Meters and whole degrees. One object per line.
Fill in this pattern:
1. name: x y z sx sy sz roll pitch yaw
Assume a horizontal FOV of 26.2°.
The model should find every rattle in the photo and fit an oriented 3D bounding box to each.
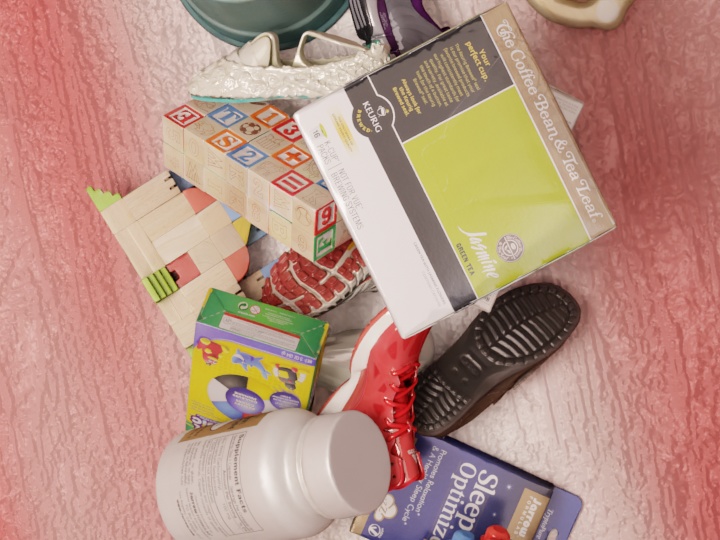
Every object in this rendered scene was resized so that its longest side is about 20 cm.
1. rattle: 0.169 -0.296 1.394 0.199 0.143 0.131 31 115 -3

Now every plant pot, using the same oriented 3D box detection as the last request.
1. plant pot: -0.097 -0.306 1.386 0.198 0.196 0.203 0 94 5

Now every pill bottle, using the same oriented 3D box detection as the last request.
1. pill bottle: -0.077 0.183 1.373 0.199 0.114 0.116 -15 93 36

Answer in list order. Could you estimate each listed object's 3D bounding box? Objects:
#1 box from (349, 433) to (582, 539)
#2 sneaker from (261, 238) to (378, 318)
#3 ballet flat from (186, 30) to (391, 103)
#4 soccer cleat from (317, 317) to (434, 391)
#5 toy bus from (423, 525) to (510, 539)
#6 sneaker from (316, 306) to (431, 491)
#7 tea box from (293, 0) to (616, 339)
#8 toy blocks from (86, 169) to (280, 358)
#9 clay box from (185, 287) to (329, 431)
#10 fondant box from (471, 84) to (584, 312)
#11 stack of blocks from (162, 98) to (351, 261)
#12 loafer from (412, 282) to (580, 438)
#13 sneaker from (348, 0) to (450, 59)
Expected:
1. box: 0.103 0.234 1.485 0.198 0.032 0.122 23 96 3
2. sneaker: 0.000 0.000 1.447 0.199 0.082 0.078 -29 53 1
3. ballet flat: -0.060 -0.186 1.402 0.197 0.072 0.073 4 94 12
4. soccer cleat: -0.026 0.091 1.472 0.198 0.069 0.078 -8 110 9
5. toy bus: 0.078 0.328 1.389 0.134 0.200 0.194 23 111 4
6. sneaker: 0.039 0.121 1.384 0.116 0.078 0.201 49 130 27
7. tea box: 0.075 -0.081 1.265 0.195 0.134 0.202 -26 92 3
8. toy blocks: -0.149 -0.027 1.471 0.136 0.100 0.201 -33 91 -5
9. clay box: -0.099 0.108 1.427 0.114 0.048 0.201 16 139 4
10. fondant box: 0.132 -0.071 1.405 0.058 0.144 0.202 25 96 1
11. stack of blocks: -0.074 -0.100 1.415 0.199 0.115 0.059 32 137 29
12. loafer: 0.121 0.085 1.460 0.199 0.071 0.073 -35 71 -7
13. sneaker: 0.055 -0.183 1.445 0.087 0.074 0.202 -17 101 -13
